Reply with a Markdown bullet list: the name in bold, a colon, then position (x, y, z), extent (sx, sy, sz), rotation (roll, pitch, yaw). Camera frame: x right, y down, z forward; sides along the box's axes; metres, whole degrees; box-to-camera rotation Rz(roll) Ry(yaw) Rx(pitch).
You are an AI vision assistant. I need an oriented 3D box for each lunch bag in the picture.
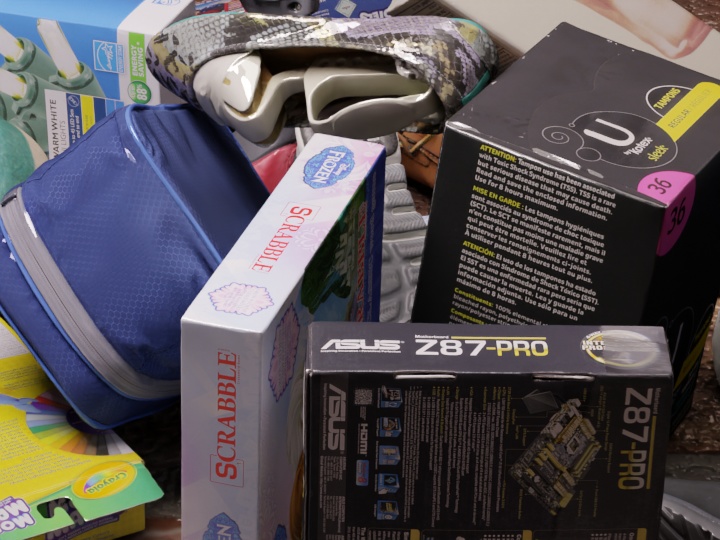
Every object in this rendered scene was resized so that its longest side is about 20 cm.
- **lunch bag**: position (-0.117, -0.001, 1.458), extent (0.132, 0.136, 0.200), rotation (-35, -6, 12)

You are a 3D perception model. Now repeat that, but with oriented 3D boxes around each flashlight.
- **flashlight**: position (-0.060, -0.118, 1.664), extent (0.068, 0.200, 0.068), rotation (-6, 28, -12)

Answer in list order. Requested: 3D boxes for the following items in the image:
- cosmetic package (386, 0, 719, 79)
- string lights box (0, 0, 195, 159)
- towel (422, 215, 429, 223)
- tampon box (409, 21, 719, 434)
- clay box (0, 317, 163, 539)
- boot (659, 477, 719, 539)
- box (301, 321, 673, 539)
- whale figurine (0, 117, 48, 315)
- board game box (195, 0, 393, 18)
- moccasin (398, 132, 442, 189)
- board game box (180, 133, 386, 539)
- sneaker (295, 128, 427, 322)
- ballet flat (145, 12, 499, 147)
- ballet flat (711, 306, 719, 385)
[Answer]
- **cosmetic package**: position (0.129, -0.149, 1.720), extent (0.200, 0.087, 0.103), rotation (33, -11, -11)
- **string lights box**: position (-0.198, -0.118, 1.627), extent (0.200, 0.103, 0.059), rotation (9, 31, 17)
- **towel**: position (0.104, -0.006, 1.650), extent (0.200, 0.024, 0.147), rotation (-13, 33, -25)
- **tampon box**: position (0.114, 0.000, 1.441), extent (0.126, 0.200, 0.150), rotation (22, 35, 19)
- **clay box**: position (-0.195, 0.097, 1.423), extent (0.115, 0.048, 0.200), rotation (-15, 34, -28)
- **boot**: position (0.198, 0.098, 1.413), extent (0.165, 0.066, 0.200), rotation (18, 36, 8)
- **box**: position (0.053, 0.119, 1.234), extent (0.161, 0.200, 0.049), rotation (1, 29, 1)
- **whale figurine**: position (-0.268, -0.034, 1.566), extent (0.200, 0.159, 0.104), rotation (3, -20, 39)
- **board game box**: position (-0.056, -0.161, 1.855), extent (0.200, 0.062, 0.200), rotation (-14, 10, 1)
- **moccasin**: position (0.059, -0.092, 1.697), extent (0.074, 0.078, 0.201), rotation (-36, 25, -11)
- **board game box**: position (-0.036, 0.065, 1.331), extent (0.041, 0.200, 0.200), rotation (10, 30, 14)
- **sneaker**: position (0.000, 0.000, 1.577), extent (0.075, 0.116, 0.200), rotation (-4, 68, -12)
- **ballet flat**: position (-0.030, -0.097, 1.423), extent (0.200, 0.072, 0.072), rotation (0, 26, 23)
- **ballet flat**: position (0.249, -0.012, 1.559), extent (0.069, 0.069, 0.200), rotation (16, 53, 24)
